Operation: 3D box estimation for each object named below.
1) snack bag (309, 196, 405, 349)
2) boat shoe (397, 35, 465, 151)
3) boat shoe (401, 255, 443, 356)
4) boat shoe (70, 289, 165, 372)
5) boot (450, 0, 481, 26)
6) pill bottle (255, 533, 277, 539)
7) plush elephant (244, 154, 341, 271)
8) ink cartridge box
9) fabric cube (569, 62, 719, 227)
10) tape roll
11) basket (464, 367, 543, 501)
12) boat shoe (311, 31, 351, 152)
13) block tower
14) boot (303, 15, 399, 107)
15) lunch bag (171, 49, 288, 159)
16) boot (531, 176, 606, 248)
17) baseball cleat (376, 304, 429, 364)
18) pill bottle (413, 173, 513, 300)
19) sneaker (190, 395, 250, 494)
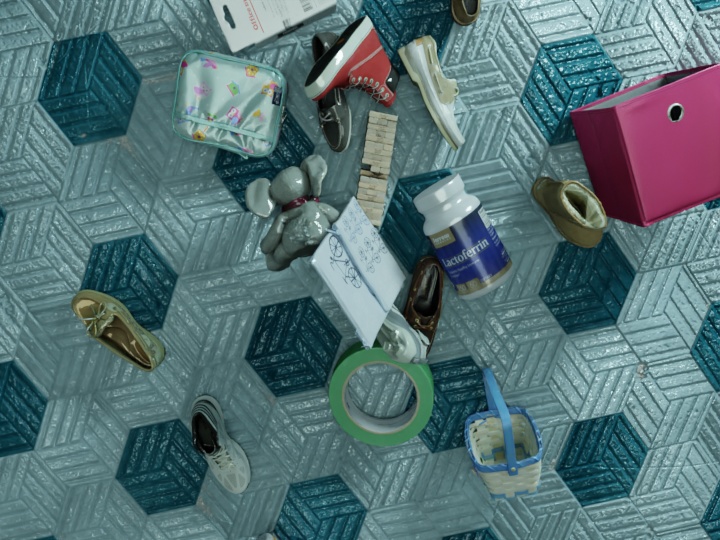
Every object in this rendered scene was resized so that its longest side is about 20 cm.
[{"bbox_3d":[0.000,0.000,1.200,0.021,0.201,0.191,-20,113,34],"label":"snack bag"},{"bbox_3d":[0.139,-0.311,1.250,0.067,0.075,0.203,-28,99,9],"label":"boat shoe"},{"bbox_3d":[0.113,0.076,1.319,0.068,0.070,0.206,5,101,-7],"label":"boat shoe"},{"bbox_3d":[-0.445,0.109,1.305,0.198,0.063,0.074,36,97,-7],"label":"boat shoe"},{"bbox_3d":[0.182,-0.529,1.216,0.072,0.076,0.206,-6,99,1],"label":"boot"},{"bbox_3d":[-0.139,0.614,1.379,0.199,0.112,0.112,42,96,-9],"label":"pill bottle"},{"bbox_3d":[-0.110,-0.105,1.239,0.160,0.200,0.159,-14,77,-1],"label":"plush elephant"},{"bbox_3d":[-0.150,-0.461,1.217,0.196,0.067,0.118,-24,100,2],"label":"ink cartridge box"},{"bbox_3d":[0.502,-0.212,1.218,0.192,0.200,0.204,-20,100,0],"label":"fabric cube"},{"bbox_3d":[0.039,0.226,1.330,0.195,0.048,0.206,2,110,6],"label":"tape roll"},{"bbox_3d":[0.260,0.304,1.309,0.135,0.177,0.205,-8,111,3],"label":"basket"},{"bbox_3d":[-0.057,-0.308,1.241,0.056,0.066,0.206,-7,96,-45],"label":"boat shoe"},{"bbox_3d":[0.024,-0.177,1.279,0.053,0.058,0.206,9,101,-4],"label":"block tower"},{"bbox_3d":[-0.004,-0.312,1.197,0.145,0.071,0.201,54,52,-26],"label":"boot"},{"bbox_3d":[-0.223,-0.284,1.239,0.195,0.077,0.165,13,99,-4],"label":"lunch bag"},{"bbox_3d":[0.378,-0.091,1.233,0.174,0.200,0.067,38,97,-8],"label":"boot"},{"bbox_3d":[0.056,0.101,1.287,0.105,0.202,0.070,24,116,-40],"label":"baseball cleat"},{"bbox_3d":[0.181,-0.061,1.274,0.114,0.116,0.203,-30,99,3],"label":"pill bottle"},{"bbox_3d":[-0.269,0.343,1.325,0.074,0.115,0.204,-23,100,2],"label":"sneaker"}]
